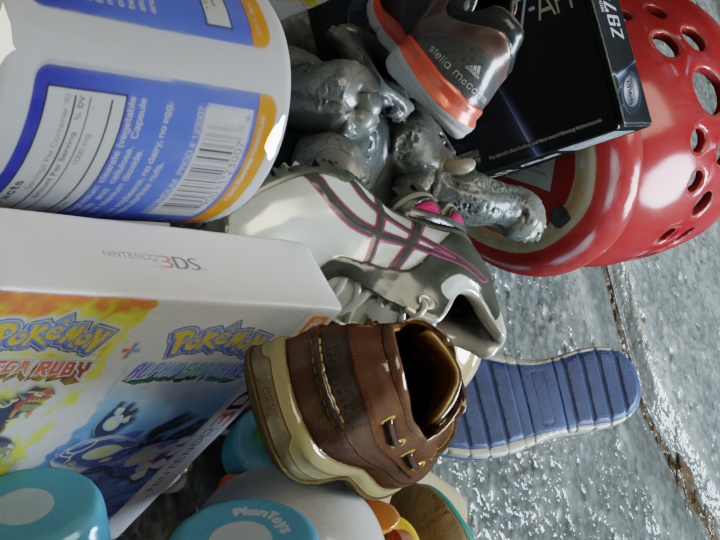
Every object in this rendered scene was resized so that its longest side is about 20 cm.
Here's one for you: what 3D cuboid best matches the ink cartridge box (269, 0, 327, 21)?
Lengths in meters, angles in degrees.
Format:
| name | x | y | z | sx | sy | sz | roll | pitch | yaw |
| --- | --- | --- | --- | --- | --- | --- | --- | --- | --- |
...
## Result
| name | x | y | z | sx | sy | sz | roll | pitch | yaw |
| --- | --- | --- | --- | --- | --- | --- | --- | --- | --- |
| ink cartridge box | -0.017 | -0.205 | 0.890 | 0.067 | 0.199 | 0.117 | 56 | 39 | -22 |

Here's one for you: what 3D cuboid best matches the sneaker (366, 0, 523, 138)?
| name | x | y | z | sx | sy | sz | roll | pitch | yaw |
| --- | --- | --- | --- | --- | --- | --- | --- | --- | --- |
| sneaker | 0.060 | -0.138 | 0.877 | 0.077 | 0.082 | 0.200 | 41 | 14 | -21 |

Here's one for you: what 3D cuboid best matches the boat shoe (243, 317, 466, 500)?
| name | x | y | z | sx | sy | sz | roll | pitch | yaw |
| --- | --- | --- | --- | --- | --- | --- | --- | --- | --- |
| boat shoe | 0.016 | 0.058 | 0.681 | 0.200 | 0.067 | 0.072 | 23 | 48 | -71 |

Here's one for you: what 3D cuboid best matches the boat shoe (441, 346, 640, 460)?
| name | x | y | z | sx | sy | sz | roll | pitch | yaw |
| --- | --- | --- | --- | --- | --- | --- | --- | --- | --- |
| boat shoe | 0.087 | 0.094 | 1.013 | 0.199 | 0.072 | 0.073 | 1 | 71 | -27 |

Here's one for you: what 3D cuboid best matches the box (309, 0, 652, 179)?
| name | x | y | z | sx | sy | sz | roll | pitch | yaw |
| --- | --- | --- | --- | --- | --- | --- | --- | --- | --- |
| box | 0.071 | -0.139 | 0.985 | 0.043 | 0.199 | 0.161 | -9 | 84 | -56 |

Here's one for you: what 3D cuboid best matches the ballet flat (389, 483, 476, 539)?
| name | x | y | z | sx | sy | sz | roll | pitch | yaw |
| --- | --- | --- | --- | --- | --- | --- | --- | --- | --- |
| ballet flat | 0.050 | 0.220 | 0.858 | 0.072 | 0.068 | 0.201 | -28 | 101 | -39 |

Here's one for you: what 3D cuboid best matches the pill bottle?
| name | x | y | z | sx | sy | sz | roll | pitch | yaw |
| --- | --- | --- | --- | --- | --- | --- | --- | --- | --- |
| pill bottle | -0.133 | -0.078 | 0.598 | 0.199 | 0.112 | 0.113 | 3 | 74 | -46 |

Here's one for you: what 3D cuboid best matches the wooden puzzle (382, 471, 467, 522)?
| name | x | y | z | sx | sy | sz | roll | pitch | yaw |
| --- | --- | --- | --- | --- | --- | --- | --- | --- | --- |
| wooden puzzle | -0.010 | 0.179 | 0.881 | 0.185 | 0.046 | 0.201 | 39 | 42 | -39 |

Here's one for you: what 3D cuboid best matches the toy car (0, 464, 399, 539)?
| name | x | y | z | sx | sy | sz | roll | pitch | yaw |
| --- | --- | --- | --- | --- | --- | --- | --- | --- | --- |
| toy car | -0.061 | 0.146 | 0.690 | 0.200 | 0.176 | 0.185 | -55 | 146 | -57 |

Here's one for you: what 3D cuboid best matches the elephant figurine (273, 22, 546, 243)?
| name | x | y | z | sx | sy | sz | roll | pitch | yaw |
| --- | --- | --- | --- | --- | --- | --- | --- | --- | --- |
| elephant figurine | -0.004 | -0.071 | 0.907 | 0.200 | 0.141 | 0.156 | -13 | 90 | -55 |

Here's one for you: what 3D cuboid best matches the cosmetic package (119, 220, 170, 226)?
| name | x | y | z | sx | sy | sz | roll | pitch | yaw |
| --- | --- | --- | --- | --- | --- | --- | --- | --- | --- |
| cosmetic package | -0.150 | -0.076 | 0.741 | 0.074 | 0.101 | 0.201 | 14 | 66 | -49 |

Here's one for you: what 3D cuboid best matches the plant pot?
| name | x | y | z | sx | sy | sz | roll | pitch | yaw |
| --- | --- | --- | --- | --- | --- | --- | --- | --- | --- |
| plant pot | 0.151 | -0.093 | 1.087 | 0.182 | 0.200 | 0.201 | -22 | 94 | -47 |

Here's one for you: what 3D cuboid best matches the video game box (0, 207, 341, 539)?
| name | x | y | z | sx | sy | sz | roll | pitch | yaw |
| --- | --- | --- | --- | --- | --- | --- | --- | --- | --- |
| video game box | -0.130 | 0.054 | 0.645 | 0.200 | 0.182 | 0.047 | 5 | 44 | -53 |

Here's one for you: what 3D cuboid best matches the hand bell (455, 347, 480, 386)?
| name | x | y | z | sx | sy | sz | roll | pitch | yaw |
| --- | --- | --- | --- | --- | --- | --- | --- | --- | --- |
| hand bell | 0.008 | 0.049 | 0.841 | 0.200 | 0.104 | 0.105 | -35 | 106 | -78 |

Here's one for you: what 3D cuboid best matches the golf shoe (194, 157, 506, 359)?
| name | x | y | z | sx | sy | sz | roll | pitch | yaw |
| --- | --- | --- | --- | --- | --- | --- | --- | --- | --- |
| golf shoe | 0.000 | 0.000 | 0.767 | 0.199 | 0.077 | 0.088 | 2 | 44 | -46 |

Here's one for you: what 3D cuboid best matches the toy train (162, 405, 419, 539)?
| name | x | y | z | sx | sy | sz | roll | pitch | yaw |
| --- | --- | --- | --- | --- | --- | --- | --- | --- | --- |
| toy train | -0.029 | 0.148 | 0.777 | 0.150 | 0.056 | 0.201 | -20 | 73 | -36 |
